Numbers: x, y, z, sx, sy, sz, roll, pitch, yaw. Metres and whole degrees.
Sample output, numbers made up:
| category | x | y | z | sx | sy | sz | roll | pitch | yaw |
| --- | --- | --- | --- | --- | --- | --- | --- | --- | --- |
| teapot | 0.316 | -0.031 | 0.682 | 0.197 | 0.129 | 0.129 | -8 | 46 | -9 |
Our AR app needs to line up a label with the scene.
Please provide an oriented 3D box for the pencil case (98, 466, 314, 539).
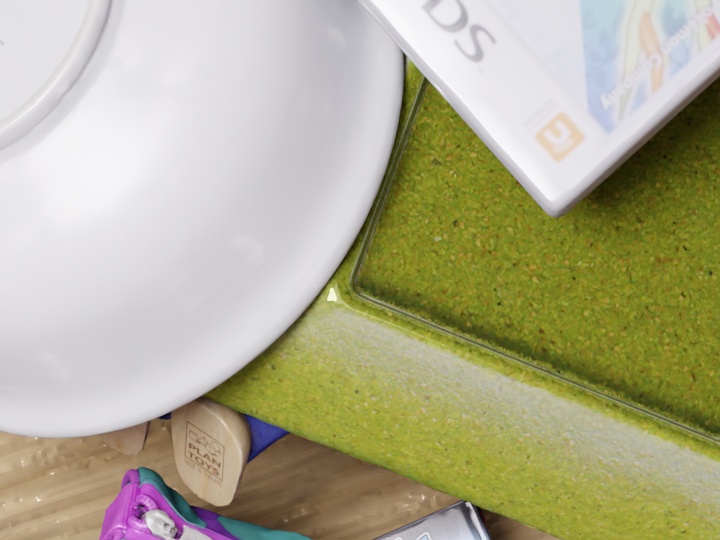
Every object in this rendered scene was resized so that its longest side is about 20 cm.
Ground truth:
| category | x | y | z | sx | sy | sz | roll | pitch | yaw |
| --- | --- | --- | --- | --- | --- | --- | --- | --- | --- |
| pencil case | 0.003 | 0.130 | 0.894 | 0.199 | 0.093 | 0.085 | 15 | 49 | 7 |

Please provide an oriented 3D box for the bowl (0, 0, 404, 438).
| category | x | y | z | sx | sy | sz | roll | pitch | yaw |
| --- | --- | --- | --- | --- | --- | --- | --- | --- | --- |
| bowl | -0.094 | -0.056 | 0.850 | 0.200 | 0.090 | 0.202 | -15 | 59 | 25 |

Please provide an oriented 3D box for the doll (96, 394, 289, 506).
| category | x | y | z | sx | sy | sz | roll | pitch | yaw |
| --- | --- | --- | --- | --- | --- | --- | --- | --- | --- |
| doll | 0.000 | 0.000 | 0.933 | 0.136 | 0.049 | 0.200 | 25 | 49 | 27 |

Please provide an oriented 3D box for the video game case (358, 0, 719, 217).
| category | x | y | z | sx | sy | sz | roll | pitch | yaw |
| --- | --- | --- | --- | --- | --- | --- | --- | --- | --- |
| video game case | 0.072 | -0.149 | 0.824 | 0.200 | 0.022 | 0.182 | -42 | 81 | 0 |

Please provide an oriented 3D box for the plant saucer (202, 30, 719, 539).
| category | x | y | z | sx | sy | sz | roll | pitch | yaw |
| --- | --- | --- | --- | --- | --- | --- | --- | --- | --- |
| plant saucer | 0.072 | -0.022 | 0.868 | 0.199 | 0.048 | 0.201 | 22 | 73 | -6 |

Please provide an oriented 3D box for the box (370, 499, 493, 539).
| category | x | y | z | sx | sy | sz | roll | pitch | yaw |
| --- | --- | --- | --- | --- | --- | --- | --- | --- | --- |
| box | -0.031 | 0.168 | 0.955 | 0.199 | 0.035 | 0.111 | -24 | 79 | 2 |
